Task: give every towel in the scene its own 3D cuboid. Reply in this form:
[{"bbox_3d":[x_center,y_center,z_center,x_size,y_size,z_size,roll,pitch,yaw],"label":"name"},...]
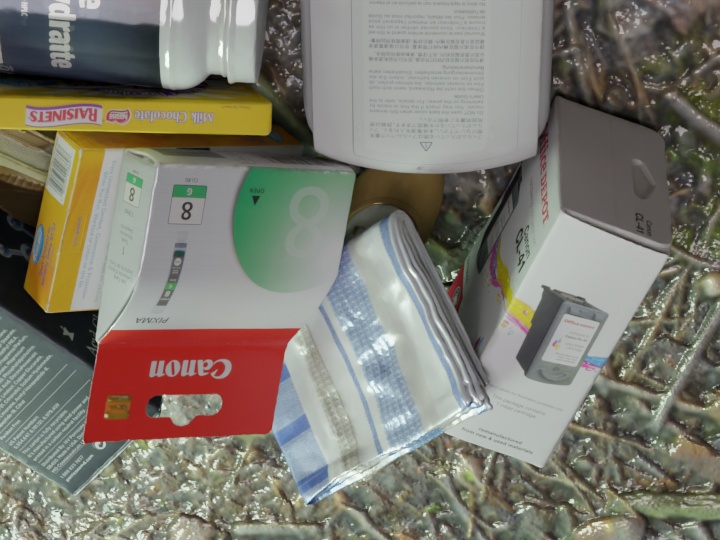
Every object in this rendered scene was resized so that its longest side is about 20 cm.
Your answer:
[{"bbox_3d":[-0.004,0.063,1.664,0.200,0.024,0.148,-33,78,42],"label":"towel"}]

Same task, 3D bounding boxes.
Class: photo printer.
[{"bbox_3d":[0.043,-0.152,1.586,0.165,0.070,0.201,0,127,3],"label":"photo printer"}]

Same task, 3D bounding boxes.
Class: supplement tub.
[{"bbox_3d":[-0.158,-0.188,1.530,0.198,0.141,0.141,5,127,0],"label":"supplement tub"}]

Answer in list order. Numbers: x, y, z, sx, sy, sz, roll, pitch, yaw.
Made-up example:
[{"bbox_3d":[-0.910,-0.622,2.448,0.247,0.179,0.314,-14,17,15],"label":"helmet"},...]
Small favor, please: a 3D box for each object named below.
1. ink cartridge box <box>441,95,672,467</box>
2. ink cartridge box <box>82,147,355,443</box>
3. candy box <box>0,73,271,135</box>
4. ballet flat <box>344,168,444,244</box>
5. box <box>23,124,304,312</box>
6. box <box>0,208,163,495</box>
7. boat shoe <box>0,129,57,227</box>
[{"bbox_3d":[0.127,0.007,1.650,0.085,0.148,0.201,18,124,-10],"label":"ink cartridge box"},{"bbox_3d":[-0.094,0.022,1.616,0.160,0.050,0.202,0,104,-38],"label":"ink cartridge box"},{"bbox_3d":[-0.164,-0.109,1.561,0.198,0.102,0.027,0,107,-19],"label":"candy box"},{"bbox_3d":[0.000,0.000,1.705,0.068,0.063,0.201,24,124,-14],"label":"ballet flat"},{"bbox_3d":[-0.121,-0.037,1.641,0.199,0.041,0.120,-4,119,-38],"label":"box"},{"bbox_3d":[-0.236,0.030,1.689,0.199,0.149,0.107,34,121,-21],"label":"box"},{"bbox_3d":[-0.223,-0.077,1.635,0.199,0.067,0.074,23,153,-39],"label":"boat shoe"}]
